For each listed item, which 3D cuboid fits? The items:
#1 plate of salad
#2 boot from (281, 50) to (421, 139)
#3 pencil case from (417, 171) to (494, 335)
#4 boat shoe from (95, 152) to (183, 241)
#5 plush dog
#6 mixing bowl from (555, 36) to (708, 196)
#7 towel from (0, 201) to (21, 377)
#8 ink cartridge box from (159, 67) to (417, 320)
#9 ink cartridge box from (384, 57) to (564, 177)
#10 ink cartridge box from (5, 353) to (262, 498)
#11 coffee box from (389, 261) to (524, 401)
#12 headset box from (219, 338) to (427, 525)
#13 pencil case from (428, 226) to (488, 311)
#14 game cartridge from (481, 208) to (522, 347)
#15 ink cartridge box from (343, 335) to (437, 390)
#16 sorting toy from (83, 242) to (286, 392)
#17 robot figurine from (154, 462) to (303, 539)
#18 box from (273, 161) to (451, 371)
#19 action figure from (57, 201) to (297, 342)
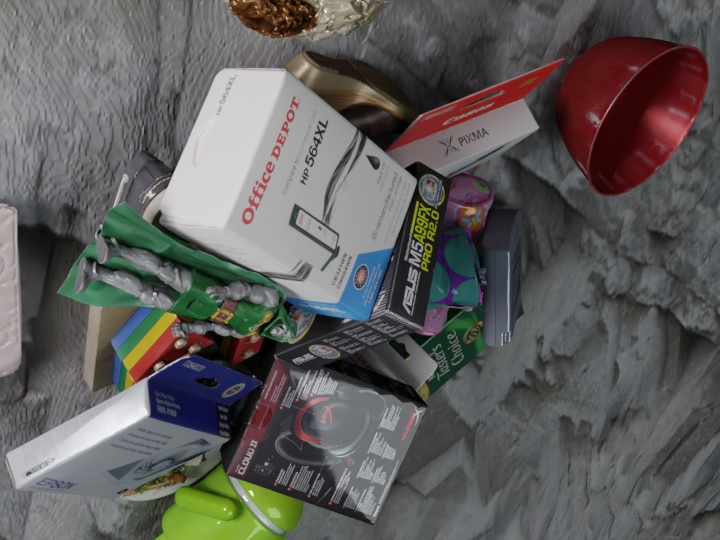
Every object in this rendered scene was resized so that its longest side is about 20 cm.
[{"bbox_3d":[-0.191,0.184,1.272,0.200,0.048,0.201,-28,141,-25],"label":"plate of salad"},{"bbox_3d":[-0.045,-0.125,1.117,0.200,0.072,0.167,9,127,-51],"label":"boot"},{"bbox_3d":[0.088,-0.021,1.343,0.087,0.087,0.201,-16,136,-38],"label":"pencil case"},{"bbox_3d":[-0.202,-0.027,1.031,0.073,0.063,0.200,-28,161,-41],"label":"boat shoe"},{"bbox_3d":[-0.052,-0.236,0.883,0.200,0.172,0.161,-33,144,-21],"label":"plush dog"},{"bbox_3d":[0.305,-0.200,1.371,0.200,0.108,0.201,-29,142,-26],"label":"mixing bowl"},{"bbox_3d":[-0.374,0.043,0.941,0.199,0.032,0.192,-20,137,-35],"label":"towel"},{"bbox_3d":[-0.056,-0.062,0.991,0.200,0.084,0.147,34,72,-47],"label":"ink cartridge box"},{"bbox_3d":[0.105,-0.137,1.197,0.199,0.045,0.176,-25,175,-30],"label":"ink cartridge box"},{"bbox_3d":[-0.203,0.157,1.109,0.199,0.041,0.200,-30,161,8],"label":"ink cartridge box"},{"bbox_3d":[0.125,0.078,1.514,0.200,0.044,0.123,-39,145,-12],"label":"coffee box"},{"bbox_3d":[-0.051,0.168,1.248,0.199,0.075,0.149,21,97,-16],"label":"headset box"},{"bbox_3d":[0.036,0.018,1.256,0.199,0.093,0.085,-14,-177,1],"label":"pencil case"},{"bbox_3d":[0.169,-0.002,1.368,0.200,0.041,0.134,-50,136,-72],"label":"game cartridge"},{"bbox_3d":[-0.019,0.142,1.355,0.200,0.117,0.067,-48,147,1],"label":"ink cartridge box"},{"bbox_3d":[-0.154,0.048,1.095,0.199,0.070,0.199,-27,162,-27],"label":"sorting toy"},{"bbox_3d":[-0.151,0.292,1.354,0.200,0.116,0.175,-41,157,2],"label":"robot figurine"},{"bbox_3d":[0.000,0.000,1.122,0.044,0.200,0.161,27,61,-26],"label":"box"},{"bbox_3d":[-0.135,0.021,0.962,0.199,0.055,0.118,20,134,-32],"label":"action figure"}]
